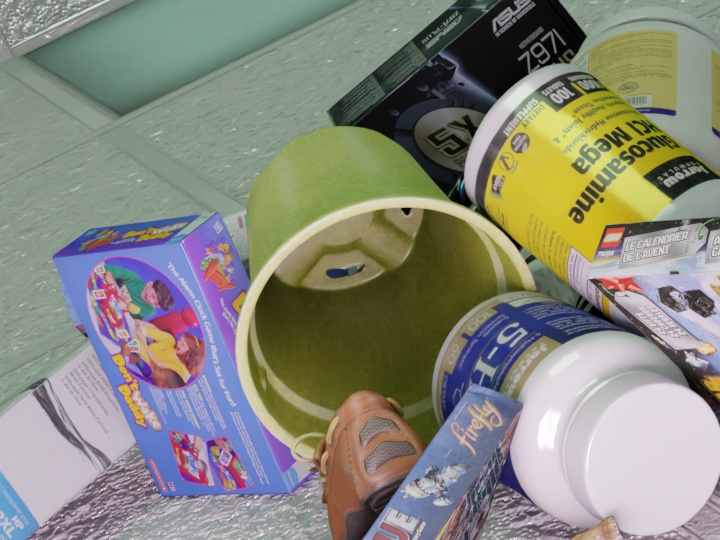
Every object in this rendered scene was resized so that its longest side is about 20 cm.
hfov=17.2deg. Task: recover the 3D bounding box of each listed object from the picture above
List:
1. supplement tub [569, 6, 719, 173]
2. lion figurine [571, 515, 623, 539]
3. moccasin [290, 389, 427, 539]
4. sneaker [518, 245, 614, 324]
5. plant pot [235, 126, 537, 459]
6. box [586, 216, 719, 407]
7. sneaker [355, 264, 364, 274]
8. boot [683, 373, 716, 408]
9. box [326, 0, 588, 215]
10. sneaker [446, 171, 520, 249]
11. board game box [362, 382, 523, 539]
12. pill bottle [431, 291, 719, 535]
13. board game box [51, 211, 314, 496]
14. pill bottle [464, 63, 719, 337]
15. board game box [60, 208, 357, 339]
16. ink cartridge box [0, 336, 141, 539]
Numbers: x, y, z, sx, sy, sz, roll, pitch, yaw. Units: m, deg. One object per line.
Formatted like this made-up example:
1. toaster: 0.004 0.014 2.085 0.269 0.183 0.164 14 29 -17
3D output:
1. supplement tub: 0.212 -0.093 1.751 0.145 0.146 0.200 -17 30 18
2. lion figurine: 0.098 0.203 1.273 0.122 0.073 0.200 -28 4 9
3. moccasin: 0.002 0.122 1.466 0.073 0.078 0.201 -24 -17 -4
4. sneaker: 0.145 0.030 1.624 0.201 0.075 0.116 117 164 -63
5. plant pot: 0.000 0.000 1.595 0.200 0.201 0.184 -23 31 0
6. box: 0.238 0.039 1.336 0.137 0.200 0.040 -4 55 44
7. sneaker: -0.010 0.052 1.775 0.090 0.075 0.200 -16 18 5
8. boot: 0.267 0.055 1.489 0.166 0.072 0.200 -34 19 8
9. box: 0.103 -0.122 1.900 0.200 0.164 0.086 -39 18 5
10. sneaker: 0.138 -0.049 1.814 0.200 0.112 0.073 -34 22 -29
11. board game box: 0.027 0.169 1.333 0.034 0.136 0.200 24 35 12
12. pill bottle: 0.132 0.088 1.438 0.119 0.120 0.200 -28 19 -14
13. board game box: -0.120 0.063 1.679 0.134 0.201 0.045 -5 25 41
14. pill bottle: 0.167 -0.032 1.481 0.112 0.113 0.200 -33 57 -26
15. board game box: -0.107 0.020 1.849 0.198 0.044 0.200 -23 -21 4
16. ink cartridge box: -0.254 0.143 1.743 0.200 0.084 0.145 -41 6 -41
